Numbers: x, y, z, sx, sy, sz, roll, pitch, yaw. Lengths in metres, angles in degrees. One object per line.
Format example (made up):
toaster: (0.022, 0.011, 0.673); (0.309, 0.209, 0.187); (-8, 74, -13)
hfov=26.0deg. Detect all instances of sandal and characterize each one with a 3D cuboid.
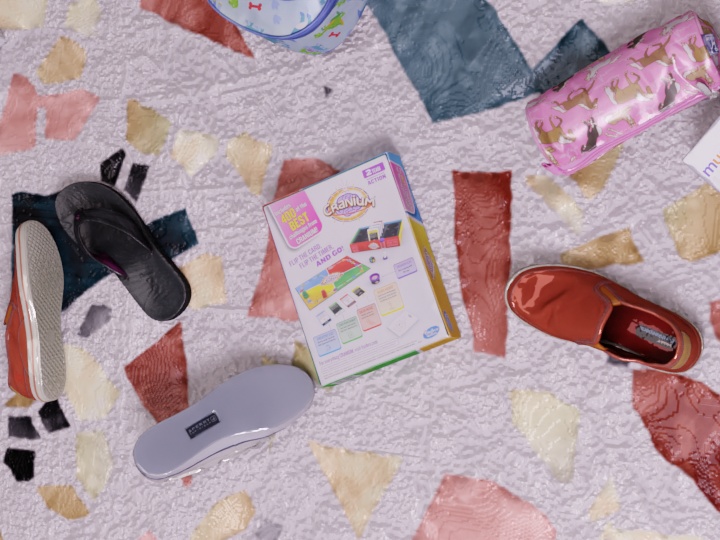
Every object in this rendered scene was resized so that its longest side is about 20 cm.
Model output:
sandal: (-0.263, -0.028, 1.698); (0.200, 0.048, 0.075); (43, 103, 17)

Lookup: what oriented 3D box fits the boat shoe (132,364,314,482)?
boat shoe: (-0.139, 0.169, 1.633); (0.201, 0.086, 0.075); (-29, 72, -12)

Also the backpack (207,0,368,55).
backpack: (-0.070, -0.333, 1.583); (0.182, 0.147, 0.201); (32, 102, 21)

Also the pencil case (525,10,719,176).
pencil case: (0.254, -0.166, 1.486); (0.199, 0.087, 0.083); (-28, 110, 18)

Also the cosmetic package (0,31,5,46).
cosmetic package: (-0.514, -0.236, 1.793); (0.200, 0.074, 0.102); (-42, 74, 17)

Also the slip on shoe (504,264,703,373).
slip on shoe: (0.229, 0.045, 1.491); (0.199, 0.061, 0.075); (22, 98, 22)

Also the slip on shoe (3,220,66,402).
slip on shoe: (-0.368, 0.045, 1.728); (0.061, 0.074, 0.202); (-2, 92, 24)

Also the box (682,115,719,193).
box: (0.425, -0.118, 1.410); (0.176, 0.097, 0.200); (44, 104, 15)

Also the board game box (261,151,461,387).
board game box: (0.000, 0.000, 1.599); (0.152, 0.040, 0.201); (-21, 81, 19)
